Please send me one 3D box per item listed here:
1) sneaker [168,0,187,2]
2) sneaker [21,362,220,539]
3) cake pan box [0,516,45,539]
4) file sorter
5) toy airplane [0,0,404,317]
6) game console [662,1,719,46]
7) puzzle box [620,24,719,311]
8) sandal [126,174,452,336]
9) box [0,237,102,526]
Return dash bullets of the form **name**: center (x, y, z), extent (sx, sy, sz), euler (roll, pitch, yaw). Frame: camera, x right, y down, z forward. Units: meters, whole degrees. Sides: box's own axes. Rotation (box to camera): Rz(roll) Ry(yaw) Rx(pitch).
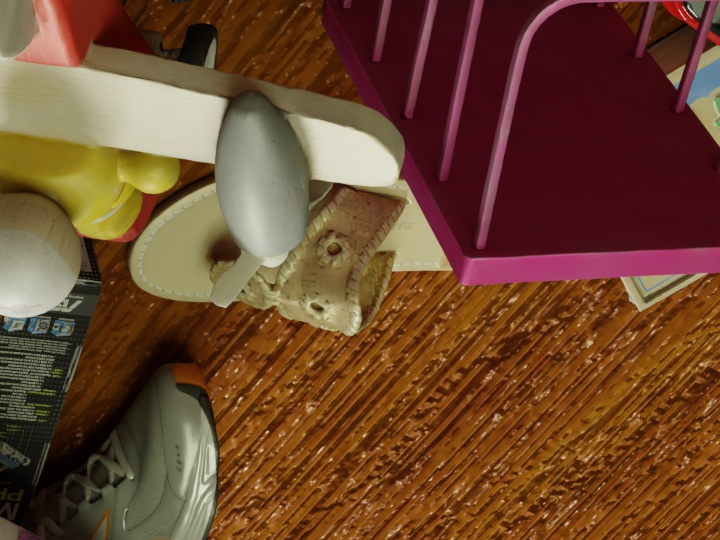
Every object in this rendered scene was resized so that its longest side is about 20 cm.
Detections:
- **sneaker**: center (-0.125, -0.166, 0.812), extent (0.199, 0.079, 0.076), euler (22, 117, -33)
- **sneaker**: center (-0.133, 0.127, 1.056), extent (0.091, 0.076, 0.201), euler (11, 122, -22)
- **cake pan box**: center (-0.133, 0.224, 0.937), extent (0.052, 0.202, 0.184), euler (-19, 149, 19)
- **file sorter**: center (0.084, -0.106, 0.861), extent (0.138, 0.201, 0.126), euler (-2, 126, -19)
- **toy airplane**: center (-0.112, -0.055, 0.766), extent (0.198, 0.199, 0.143), euler (22, 74, -37)
- **game console**: center (0.248, -0.150, 0.971), extent (0.199, 0.031, 0.177), euler (30, 105, -23)
- **puzzle box**: center (0.195, -0.074, 1.043), extent (0.199, 0.026, 0.133), euler (-31, 132, 6)
- **sandal**: center (0.000, -0.005, 0.997), extent (0.210, 0.070, 0.078), euler (-7, 130, -15)
- **box**: center (-0.233, 0.044, 0.968), extent (0.198, 0.044, 0.161), euler (6, 126, -24)
